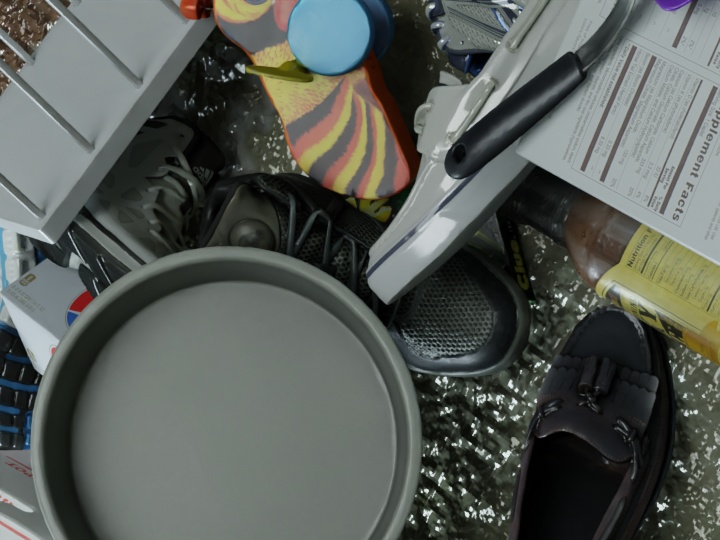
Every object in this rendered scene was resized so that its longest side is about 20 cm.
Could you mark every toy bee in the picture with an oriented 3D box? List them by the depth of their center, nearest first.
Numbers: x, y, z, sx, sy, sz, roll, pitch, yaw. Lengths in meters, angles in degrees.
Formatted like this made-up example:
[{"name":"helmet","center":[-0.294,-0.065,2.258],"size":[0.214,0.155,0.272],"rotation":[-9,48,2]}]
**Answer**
[{"name":"toy bee","center":[-0.037,-0.130,1.350],"size":[0.109,0.131,0.200],"rotation":[-12,74,15]}]

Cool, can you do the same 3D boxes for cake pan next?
[{"name":"cake pan","center":[-0.067,0.089,1.270],"size":[0.200,0.037,0.201],"rotation":[0,85,4]}]

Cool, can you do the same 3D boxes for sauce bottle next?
[{"name":"sauce bottle","center":[0.155,-0.004,1.258],"size":[0.200,0.065,0.065],"rotation":[33,106,34]}]

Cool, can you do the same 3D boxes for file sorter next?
[{"name":"file sorter","center":[-0.186,-0.139,1.387],"size":[0.139,0.125,0.200],"rotation":[15,67,53]}]

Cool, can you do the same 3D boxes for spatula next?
[{"name":"spatula","center":[0.107,-0.106,1.134],"size":[0.200,0.021,0.057],"rotation":[-45,50,29]}]

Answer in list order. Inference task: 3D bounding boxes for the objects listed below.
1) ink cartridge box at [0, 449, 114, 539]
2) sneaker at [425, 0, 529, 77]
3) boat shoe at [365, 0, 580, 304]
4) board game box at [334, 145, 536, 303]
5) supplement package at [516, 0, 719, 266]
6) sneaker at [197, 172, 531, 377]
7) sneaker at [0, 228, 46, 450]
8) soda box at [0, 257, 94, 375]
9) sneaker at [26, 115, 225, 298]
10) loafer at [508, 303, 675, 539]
[{"name":"ink cartridge box","center":[-0.150,0.151,1.381],"size":[0.116,0.200,0.068],"rotation":[24,101,34]},{"name":"sneaker","center":[0.060,-0.149,1.327],"size":[0.200,0.077,0.085],"rotation":[41,115,30]},{"name":"boat shoe","center":[0.061,-0.074,1.245],"size":[0.066,0.072,0.200],"rotation":[41,103,6]},{"name":"board game box","center":[0.000,0.000,1.393],"size":[0.200,0.023,0.105],"rotation":[-23,72,32]},{"name":"supplement package","center":[0.214,-0.074,1.164],"size":[0.200,0.152,0.151],"rotation":[31,105,33]},{"name":"sneaker","center":[-0.009,0.003,1.317],"size":[0.199,0.114,0.076],"rotation":[30,106,31]},{"name":"sneaker","center":[-0.215,0.015,1.525],"size":[0.087,0.075,0.200],"rotation":[6,88,49]},{"name":"soda box","center":[-0.120,0.059,1.415],"size":[0.064,0.068,0.200],"rotation":[-38,45,-21]},{"name":"sneaker","center":[-0.116,-0.035,1.404],"size":[0.115,0.076,0.200],"rotation":[-34,40,-16]},{"name":"loafer","center":[0.112,0.104,1.242],"size":[0.072,0.063,0.200],"rotation":[9,69,19]}]
